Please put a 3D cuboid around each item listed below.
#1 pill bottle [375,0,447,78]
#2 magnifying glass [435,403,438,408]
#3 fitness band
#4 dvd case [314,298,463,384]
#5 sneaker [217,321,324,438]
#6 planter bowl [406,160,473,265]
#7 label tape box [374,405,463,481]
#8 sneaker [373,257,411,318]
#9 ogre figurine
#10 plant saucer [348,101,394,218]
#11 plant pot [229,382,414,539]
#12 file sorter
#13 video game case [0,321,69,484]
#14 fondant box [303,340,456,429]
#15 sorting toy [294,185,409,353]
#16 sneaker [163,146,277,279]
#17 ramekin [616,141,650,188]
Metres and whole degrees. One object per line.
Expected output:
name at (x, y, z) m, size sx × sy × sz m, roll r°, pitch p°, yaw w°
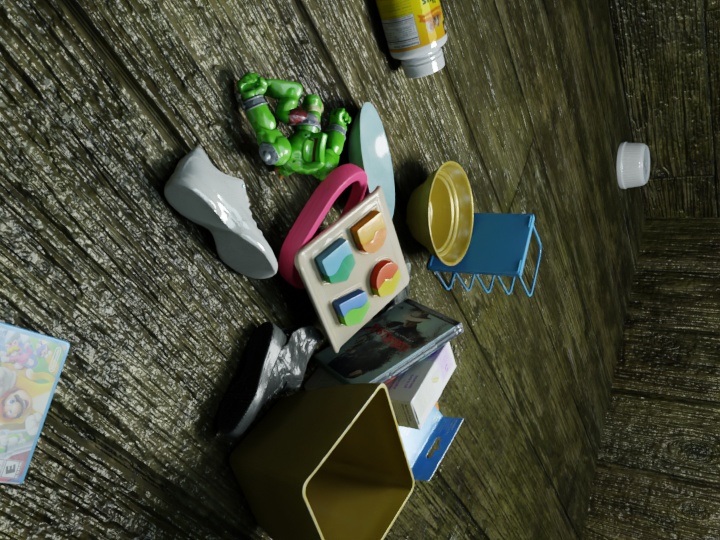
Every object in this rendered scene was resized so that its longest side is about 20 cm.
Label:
pill bottle at (0.090, -0.454, 1.145) m, size 0.109 × 0.108 × 0.202 m, roll -50°, pitch 131°, yaw -42°
magnifying glass at (0.134, 0.208, 1.331) m, size 0.080 × 0.022 × 0.202 m, roll -41°, pitch 125°, yaw -48°
fitness band at (-0.051, -0.065, 0.961) m, size 0.201 × 0.037 × 0.143 m, roll -59°, pitch 158°, yaw 5°
dvd case at (0.042, 0.116, 1.014) m, size 0.199 × 0.146 × 0.022 m, roll -28°, pitch 117°, yaw -23°
sneaker at (-0.122, 0.154, 0.911) m, size 0.104 × 0.060 × 0.201 m, roll 46°, pitch 52°, yaw -42°
planter bowl at (0.147, -0.112, 1.274) m, size 0.200 × 0.083 × 0.203 m, roll -5°, pitch 96°, yaw -55°
label tape box at (0.046, 0.252, 1.043) m, size 0.143 × 0.198 × 0.067 m, roll -46°, pitch 126°, yaw -44°
sneaker at (0.030, 0.017, 1.120) m, size 0.199 × 0.076 × 0.116 m, roll 32°, pitch 64°, yaw -56°
ogre figurine at (-0.088, -0.195, 0.910) m, size 0.200 × 0.097 × 0.121 m, roll 24°, pitch 60°, yaw -66°
plant saucer at (0.014, -0.178, 1.081) m, size 0.201 × 0.038 × 0.204 m, roll -7°, pitch 90°, yaw -74°
plant pot at (-0.062, 0.282, 0.903) m, size 0.200 × 0.175 × 0.202 m, roll -44°, pitch 127°, yaw -43°
file sorter at (0.269, -0.031, 1.360) m, size 0.123 × 0.198 × 0.140 m, roll 48°, pitch 54°, yaw -49°
video game case at (-0.372, 0.108, 0.573) m, size 0.200 × 0.018 × 0.145 m, roll 34°, pitch 65°, yaw -52°
fondant box at (0.032, 0.167, 1.016) m, size 0.144 × 0.198 × 0.059 m, roll -49°, pitch 130°, yaw -43°
sorting toy at (0.000, 0.000, 0.972) m, size 0.200 × 0.036 × 0.186 m, roll -44°, pitch 131°, yaw -30°
sneaker at (-0.163, -0.073, 0.834) m, size 0.200 × 0.075 × 0.089 m, roll 54°, pitch 38°, yaw -41°
ramekin at (1.178, -0.455, 2.770) m, size 0.199 × 0.104 × 0.203 m, roll -4°, pitch 95°, yaw -56°
